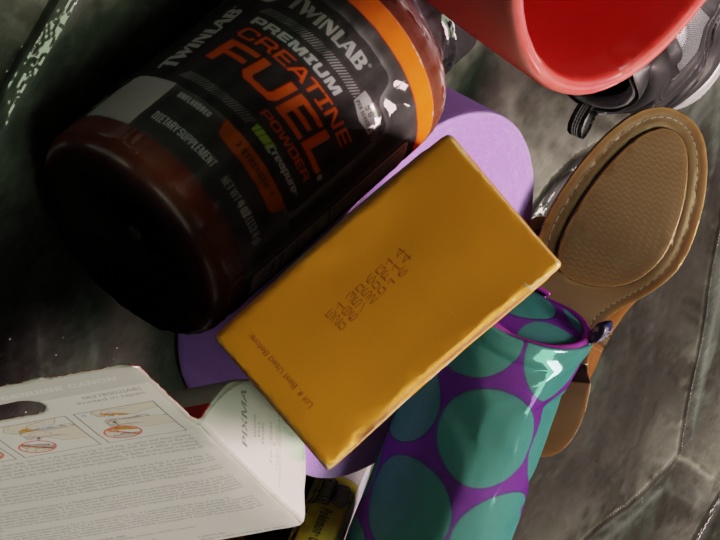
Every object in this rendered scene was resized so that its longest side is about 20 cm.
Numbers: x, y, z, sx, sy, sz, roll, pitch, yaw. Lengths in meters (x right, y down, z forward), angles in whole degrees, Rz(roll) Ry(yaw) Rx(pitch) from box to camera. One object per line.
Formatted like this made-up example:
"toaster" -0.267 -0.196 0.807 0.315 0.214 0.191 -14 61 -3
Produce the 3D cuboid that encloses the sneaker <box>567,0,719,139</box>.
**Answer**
"sneaker" 0.158 -0.158 1.512 0.114 0.075 0.200 -32 143 -46

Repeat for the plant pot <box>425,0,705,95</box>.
"plant pot" 0.056 -0.198 1.204 0.200 0.177 0.200 -39 146 -33

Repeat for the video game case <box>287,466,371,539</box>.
"video game case" -0.045 0.206 1.496 0.181 0.025 0.200 -63 172 -69

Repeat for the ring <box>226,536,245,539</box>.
"ring" -0.125 0.204 1.439 0.200 0.019 0.201 -35 138 -40

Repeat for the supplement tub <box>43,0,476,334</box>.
"supplement tub" -0.036 -0.069 1.251 0.200 0.107 0.107 -43 148 -30

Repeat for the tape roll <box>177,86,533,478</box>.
"tape roll" 0.000 0.000 1.418 0.200 0.066 0.200 -40 145 -35

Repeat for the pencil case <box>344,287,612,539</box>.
"pencil case" 0.050 0.098 1.433 0.092 0.085 0.200 -24 137 -64

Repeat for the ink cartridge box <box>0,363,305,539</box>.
"ink cartridge box" -0.128 0.068 1.186 0.200 0.161 0.050 53 29 -59

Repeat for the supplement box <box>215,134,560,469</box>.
"supplement box" 0.009 0.012 1.218 0.126 0.074 0.200 -41 -179 0

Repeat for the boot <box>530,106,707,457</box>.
"boot" 0.118 -0.007 1.532 0.155 0.077 0.200 -99 -155 -75
